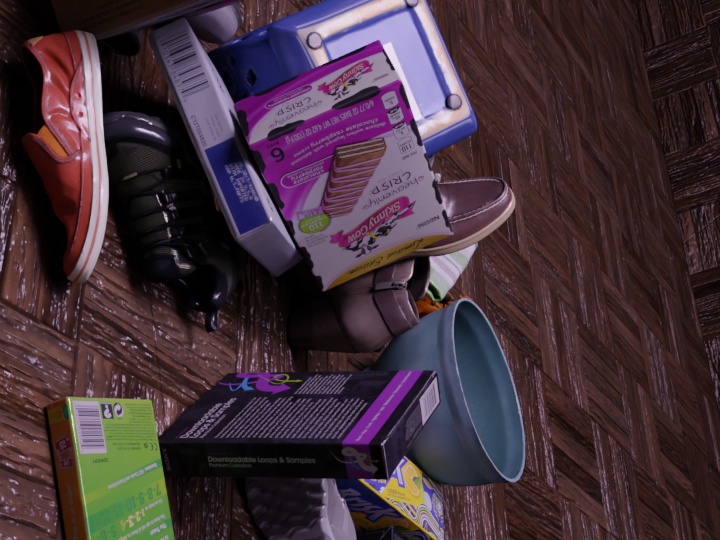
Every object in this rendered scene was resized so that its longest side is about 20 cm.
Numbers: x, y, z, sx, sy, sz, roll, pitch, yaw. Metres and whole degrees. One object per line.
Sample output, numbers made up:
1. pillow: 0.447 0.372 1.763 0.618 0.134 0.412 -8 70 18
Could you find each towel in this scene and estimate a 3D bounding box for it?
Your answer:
1. towel: 0.069 -0.047 1.422 0.149 0.031 0.200 39 25 1

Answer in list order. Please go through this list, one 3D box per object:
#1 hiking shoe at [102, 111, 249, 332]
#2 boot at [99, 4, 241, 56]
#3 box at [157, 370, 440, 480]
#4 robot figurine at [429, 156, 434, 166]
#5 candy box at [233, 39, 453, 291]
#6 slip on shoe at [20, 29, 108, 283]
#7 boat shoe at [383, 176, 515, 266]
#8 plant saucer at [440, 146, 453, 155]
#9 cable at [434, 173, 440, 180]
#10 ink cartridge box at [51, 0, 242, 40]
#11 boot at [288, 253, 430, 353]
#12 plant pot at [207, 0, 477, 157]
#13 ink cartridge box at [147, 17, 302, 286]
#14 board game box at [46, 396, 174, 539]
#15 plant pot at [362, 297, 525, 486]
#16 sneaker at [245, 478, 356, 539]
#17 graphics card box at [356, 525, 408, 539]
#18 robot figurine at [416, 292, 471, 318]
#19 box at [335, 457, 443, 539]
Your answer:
1. hiking shoe: -0.160 -0.043 0.984 0.200 0.075 0.101 54 25 -33
2. boot: -0.198 -0.241 1.073 0.200 0.070 0.132 35 45 -34
3. box: -0.050 0.123 0.951 0.143 0.199 0.036 -42 127 -62
4. robot figurine: 0.008 -0.181 1.369 0.150 0.124 0.201 -28 98 -62
5. candy box: -0.010 -0.084 1.014 0.200 0.136 0.061 64 2 -50
6. slip on shoe: -0.230 -0.088 0.903 0.061 0.074 0.201 -3 81 -24
7. boat shoe: 0.052 -0.058 1.134 0.072 0.199 0.072 -105 -179 -46
8. plant saucer: 0.072 -0.229 1.318 0.200 0.037 0.201 -22 90 -85
9. cable: 0.045 -0.007 1.247 0.050 0.201 0.097 7 25 -22
10. ink cartridge box: -0.130 -0.250 0.946 0.165 0.199 0.075 -28 105 -49
11. boot: 0.000 0.000 1.193 0.070 0.146 0.201 47 35 -47
12. plant pot: -0.013 -0.172 1.158 0.199 0.180 0.201 -27 98 -27
13. ink cartridge box: -0.112 -0.097 1.043 0.200 0.040 0.200 65 0 -78
14. board game box: -0.173 0.193 0.852 0.095 0.030 0.201 14 58 -60
15. plant pot: 0.080 0.144 1.266 0.200 0.134 0.201 51 29 -44
16. sneaker: -0.049 0.217 1.053 0.082 0.074 0.201 -56 133 -71
17. graphics card box: 0.060 0.358 1.181 0.200 0.051 0.126 48 34 -42
18. robot figurine: 0.093 0.068 1.438 0.200 0.058 0.146 13 61 -60
19. box: 0.010 0.213 1.164 0.200 0.064 0.070 45 35 -42
